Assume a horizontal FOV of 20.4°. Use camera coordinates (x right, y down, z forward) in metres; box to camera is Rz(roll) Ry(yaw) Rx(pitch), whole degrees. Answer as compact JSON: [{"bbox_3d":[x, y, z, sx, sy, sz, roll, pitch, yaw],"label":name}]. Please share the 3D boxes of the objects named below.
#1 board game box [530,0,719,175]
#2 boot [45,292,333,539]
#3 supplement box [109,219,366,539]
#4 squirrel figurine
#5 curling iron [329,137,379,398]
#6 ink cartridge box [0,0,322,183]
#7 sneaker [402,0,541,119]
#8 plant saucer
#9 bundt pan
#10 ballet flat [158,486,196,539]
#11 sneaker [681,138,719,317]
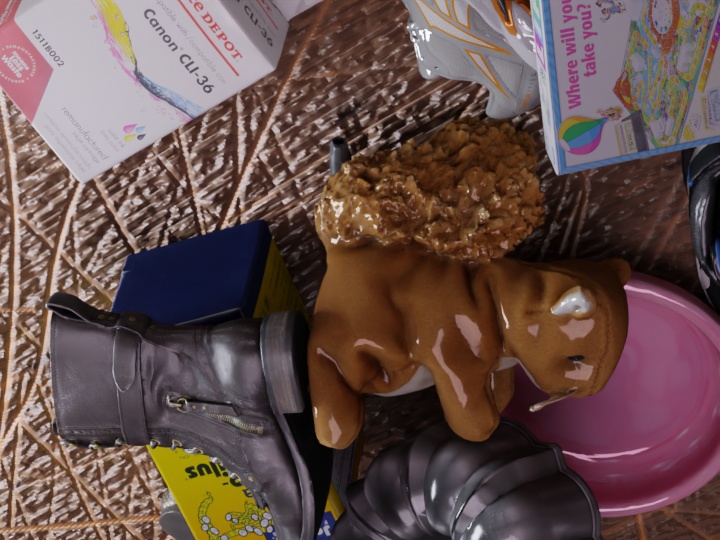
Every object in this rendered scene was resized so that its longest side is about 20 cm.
[{"bbox_3d":[0.165,-0.160,1.153,0.133,0.034,0.201,-11,124,-3],"label":"board game box"},{"bbox_3d":[-0.111,0.101,1.279,0.172,0.069,0.202,-2,116,11],"label":"boot"},{"bbox_3d":[-0.084,0.086,1.365,0.109,0.109,0.201,-15,120,16],"label":"supplement box"},{"bbox_3d":[0.071,0.004,1.246,0.185,0.141,0.202,-5,95,28],"label":"squirrel figurine"},{"bbox_3d":[0.000,0.000,1.344,0.049,0.025,0.202,20,130,40],"label":"curling iron"},{"bbox_3d":[-0.126,-0.155,1.235,0.199,0.068,0.117,-29,116,23],"label":"ink cartridge box"},{"bbox_3d":[0.048,-0.162,1.207,0.200,0.076,0.092,40,124,-17],"label":"sneaker"},{"bbox_3d":[0.164,0.077,1.364,0.198,0.051,0.202,4,123,6],"label":"plant saucer"},{"bbox_3d":[0.057,0.194,1.282,0.201,0.075,0.204,-1,88,38],"label":"bundt pan"},{"bbox_3d":[-0.056,0.203,1.483,0.199,0.047,0.067,26,141,-13],"label":"ballet flat"},{"bbox_3d":[0.243,-0.001,1.264,0.072,0.112,0.201,-14,121,17],"label":"sneaker"}]
